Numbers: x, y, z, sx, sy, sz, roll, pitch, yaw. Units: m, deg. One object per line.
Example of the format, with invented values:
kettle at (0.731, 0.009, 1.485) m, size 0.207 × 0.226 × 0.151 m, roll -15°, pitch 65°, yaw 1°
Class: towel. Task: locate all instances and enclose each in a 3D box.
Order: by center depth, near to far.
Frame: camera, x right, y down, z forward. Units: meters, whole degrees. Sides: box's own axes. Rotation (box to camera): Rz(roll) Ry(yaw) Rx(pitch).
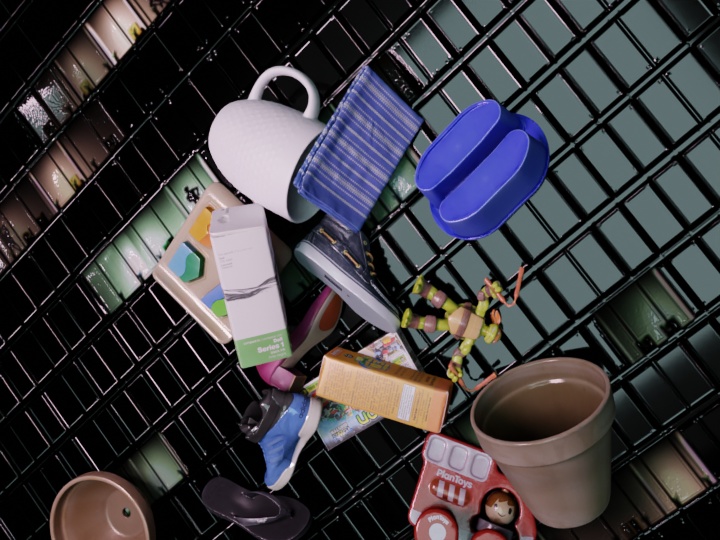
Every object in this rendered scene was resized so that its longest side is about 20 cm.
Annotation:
towel at (0.001, -0.169, 1.036) m, size 0.024 × 0.144 × 0.203 m, roll 29°, pitch 88°, yaw 50°

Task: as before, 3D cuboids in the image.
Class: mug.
mug at (-0.127, -0.200, 1.072) m, size 0.173 × 0.147 × 0.204 m, roll 28°, pitch 108°, yaw 20°

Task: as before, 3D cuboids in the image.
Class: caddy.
caddy at (0.173, -0.140, 1.021) m, size 0.200 × 0.104 × 0.143 m, roll -44°, pitch 60°, yaw 15°

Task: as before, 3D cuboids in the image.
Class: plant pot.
plant pot at (0.270, 0.250, 1.001) m, size 0.195 × 0.201 × 0.177 m, roll -17°, pitch 107°, yaw 16°
plant pot at (-0.431, 0.441, 1.255) m, size 0.195 × 0.093 × 0.207 m, roll 2°, pitch 96°, yaw 16°

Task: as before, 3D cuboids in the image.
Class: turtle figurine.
turtle figurine at (0.149, 0.064, 1.065) m, size 0.158 × 0.065 × 0.204 m, roll 22°, pitch 105°, yaw -1°

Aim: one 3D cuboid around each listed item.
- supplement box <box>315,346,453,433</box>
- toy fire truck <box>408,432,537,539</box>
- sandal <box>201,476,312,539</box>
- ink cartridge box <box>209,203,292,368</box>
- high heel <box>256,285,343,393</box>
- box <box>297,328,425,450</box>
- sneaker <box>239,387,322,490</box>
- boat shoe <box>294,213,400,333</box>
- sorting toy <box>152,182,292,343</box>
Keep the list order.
supplement box at (0.036, 0.176, 1.073) m, size 0.195 × 0.066 × 0.071 m, roll 13°, pitch 99°, yaw 13°
toy fire truck at (0.171, 0.351, 1.077) m, size 0.195 × 0.112 × 0.172 m, roll 17°, pitch 82°, yaw 12°
sandal at (-0.176, 0.394, 1.184) m, size 0.195 × 0.077 × 0.043 m, roll 11°, pitch 142°, yaw 14°
ink cartridge box at (-0.162, 0.016, 1.071) m, size 0.082 × 0.146 × 0.205 m, roll -11°, pitch 111°, yaw -6°
high heel at (-0.101, 0.093, 1.147) m, size 0.095 × 0.067 × 0.203 m, roll 29°, pitch 91°, yaw 34°
box at (0.005, 0.186, 1.136) m, size 0.198 × 0.035 × 0.112 m, roll -33°, pitch 87°, yaw 16°
sneaker at (-0.142, 0.261, 1.130) m, size 0.109 × 0.078 × 0.202 m, roll 20°, pitch 127°, yaw -11°
boat shoe at (0.000, 0.000, 1.090) m, size 0.199 × 0.071 × 0.091 m, roll 40°, pitch 71°, yaw 1°
sorting toy at (-0.233, -0.011, 1.181) m, size 0.185 × 0.036 × 0.201 m, roll 42°, pitch 105°, yaw 8°
